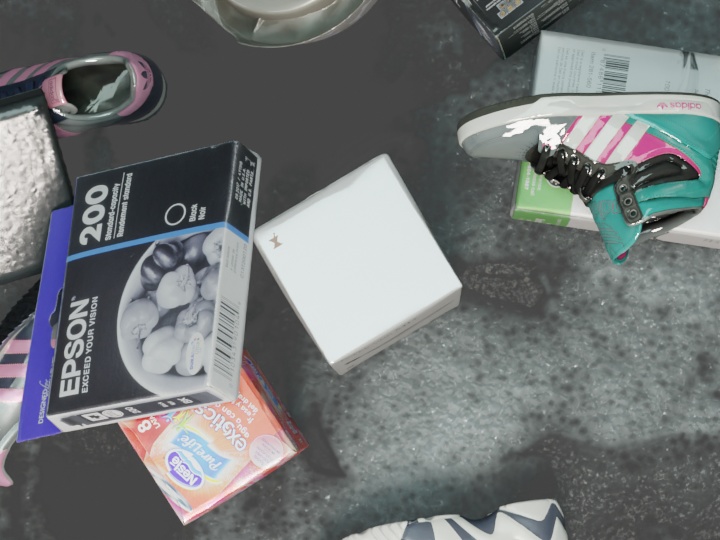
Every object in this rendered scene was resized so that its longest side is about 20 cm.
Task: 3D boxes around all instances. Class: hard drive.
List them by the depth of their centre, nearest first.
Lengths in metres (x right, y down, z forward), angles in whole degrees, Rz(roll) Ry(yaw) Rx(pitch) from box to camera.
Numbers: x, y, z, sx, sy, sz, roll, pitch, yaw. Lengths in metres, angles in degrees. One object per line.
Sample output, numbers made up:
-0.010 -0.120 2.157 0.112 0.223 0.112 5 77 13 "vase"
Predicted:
-0.321 -0.046 1.641 0.200 0.033 0.140 -17 113 -9 "hard drive"

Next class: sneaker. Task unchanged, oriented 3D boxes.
0.174 -0.065 1.602 0.200 0.084 0.121 -2 75 2 "sneaker"
0.070 0.258 1.658 0.199 0.079 0.130 -8 76 -9 "sneaker"
-0.257 -0.136 1.695 0.200 0.082 0.070 -16 86 1 "sneaker"
-0.260 0.080 1.701 0.082 0.070 0.200 38 85 -18 "sneaker"

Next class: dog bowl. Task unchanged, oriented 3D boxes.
-0.058 -0.271 1.697 0.200 0.059 0.200 -2 85 18 "dog bowl"

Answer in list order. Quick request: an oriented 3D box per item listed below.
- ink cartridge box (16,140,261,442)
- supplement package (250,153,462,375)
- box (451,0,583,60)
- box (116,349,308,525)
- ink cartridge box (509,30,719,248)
-0.170 0.016 1.542 0.200 0.043 0.198 -13 59 29 "ink cartridge box"
0.000 0.000 1.623 0.117 0.200 0.117 -30 85 0 "supplement package"
0.143 -0.288 1.698 0.200 0.044 0.160 -38 66 -2 "box"
-0.109 0.123 1.616 0.103 0.200 0.095 -34 87 0 "box"
0.228 -0.099 1.682 0.200 0.084 0.146 9 85 3 "ink cartridge box"
